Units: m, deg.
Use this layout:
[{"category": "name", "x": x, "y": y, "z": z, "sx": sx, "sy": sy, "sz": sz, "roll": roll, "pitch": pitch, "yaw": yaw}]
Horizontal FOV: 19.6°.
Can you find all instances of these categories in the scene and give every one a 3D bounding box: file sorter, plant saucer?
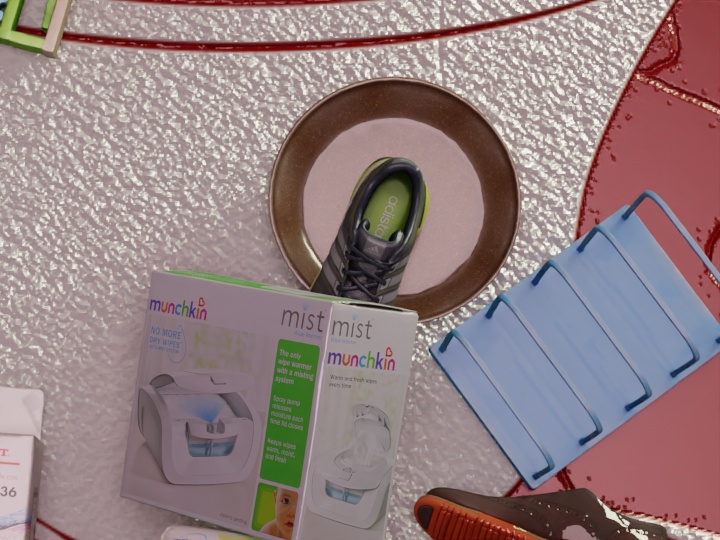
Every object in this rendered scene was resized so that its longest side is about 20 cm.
[{"category": "file sorter", "x": 0.176, "y": 0.050, "z": 1.598, "sx": 0.200, "sy": 0.123, "sz": 0.139, "roll": -36, "pitch": 83, "yaw": -8}, {"category": "plant saucer", "x": 0.027, "y": -0.053, "z": 1.653, "sx": 0.200, "sy": 0.037, "sz": 0.201, "roll": 0, "pitch": 80, "yaw": -2}]

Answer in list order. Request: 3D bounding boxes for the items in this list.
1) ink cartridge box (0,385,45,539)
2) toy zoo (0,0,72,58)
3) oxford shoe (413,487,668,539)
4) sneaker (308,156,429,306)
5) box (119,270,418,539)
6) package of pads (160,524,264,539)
[{"category": "ink cartridge box", "x": -0.306, "y": 0.181, "z": 1.578, "sx": 0.116, "sy": 0.068, "sz": 0.200, "roll": 4, "pitch": 80, "yaw": -2}, {"category": "toy zoo", "x": -0.325, "y": -0.259, "z": 1.680, "sx": 0.200, "sy": 0.020, "sz": 0.131, "roll": 14, "pitch": 80, "yaw": 0}, {"category": "oxford shoe", "x": 0.140, "y": 0.201, "z": 1.607, "sx": 0.200, "sy": 0.071, "sz": 0.073, "roll": 19, "pitch": 53, "yaw": 2}, {"category": "sneaker", "x": 0.000, "y": 0.000, "z": 1.582, "sx": 0.074, "sy": 0.081, "sz": 0.200, "roll": 16, "pitch": 79, "yaw": 1}, {"category": "box", "x": -0.068, "y": 0.099, "z": 1.524, "sx": 0.097, "sy": 0.200, "sz": 0.177, "roll": 7, "pitch": 92, "yaw": -45}, {"category": "package of pads", "x": -0.053, "y": 0.235, "z": 1.536, "sx": 0.200, "sy": 0.155, "sz": 0.068, "roll": 8, "pitch": 80, "yaw": -1}]
